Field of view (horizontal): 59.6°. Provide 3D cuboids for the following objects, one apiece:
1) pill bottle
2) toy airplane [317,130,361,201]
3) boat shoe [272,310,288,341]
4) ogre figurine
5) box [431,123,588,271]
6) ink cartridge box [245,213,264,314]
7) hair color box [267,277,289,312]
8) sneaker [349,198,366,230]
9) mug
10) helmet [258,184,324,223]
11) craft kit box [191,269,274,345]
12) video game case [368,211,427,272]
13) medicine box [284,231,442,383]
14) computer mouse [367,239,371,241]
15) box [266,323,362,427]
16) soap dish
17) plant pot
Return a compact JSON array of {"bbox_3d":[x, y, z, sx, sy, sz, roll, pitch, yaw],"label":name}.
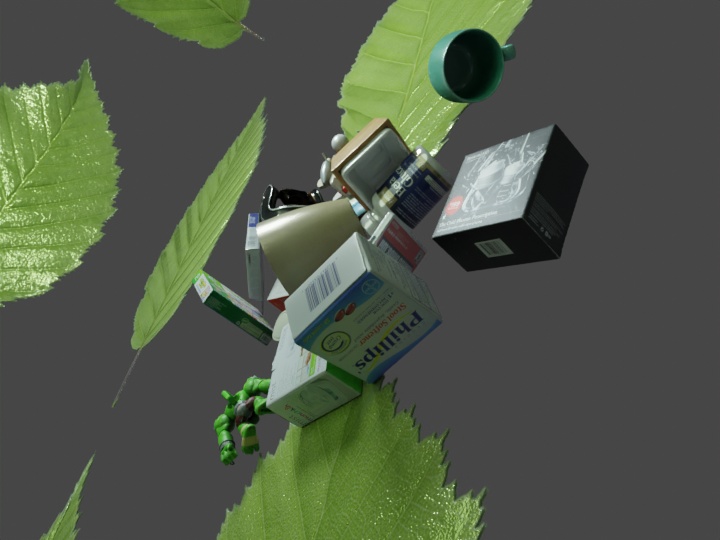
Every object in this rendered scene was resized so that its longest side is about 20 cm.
[{"bbox_3d":[0.093,-0.148,1.299,0.200,0.111,0.112,-47,27,12],"label":"pill bottle"},{"bbox_3d":[-0.028,-0.268,1.561,0.199,0.142,0.199,-39,17,3],"label":"toy airplane"},{"bbox_3d":[-0.136,0.119,1.400,0.199,0.061,0.076,-32,47,51],"label":"boat shoe"},{"bbox_3d":[-0.237,0.296,1.321,0.119,0.097,0.203,20,86,51],"label":"ogre figurine"},{"bbox_3d":[0.240,-0.111,1.023,0.198,0.104,0.184,-11,47,53],"label":"box"},{"bbox_3d":[-0.283,-0.019,1.694,0.198,0.042,0.204,-103,14,-58],"label":"ink cartridge box"},{"bbox_3d":[-0.133,0.030,1.505,0.198,0.064,0.112,-15,45,53],"label":"hair color box"},{"bbox_3d":[0.034,-0.159,1.477,0.201,0.078,0.090,-53,45,8],"label":"sneaker"},{"bbox_3d":[0.241,-0.450,1.407,0.114,0.181,0.155,-144,68,-66],"label":"mug"},{"bbox_3d":[-0.170,-0.114,1.598,0.199,0.199,0.193,-41,46,22],"label":"helmet"},{"bbox_3d":[-0.322,0.092,1.587,0.049,0.199,0.197,-53,28,-5],"label":"craft kit box"},{"bbox_3d":[0.035,0.010,1.174,0.017,0.143,0.202,31,84,42],"label":"video game case"},{"bbox_3d":[0.006,0.069,1.065,0.182,0.199,0.104,-43,38,18],"label":"medicine box"},{"bbox_3d":[0.000,0.000,1.347,0.109,0.044,0.202,-37,31,31],"label":"computer mouse"},{"bbox_3d":[-0.083,0.169,1.220,0.175,0.096,0.202,-36,32,32],"label":"box"},{"bbox_3d":[0.039,-0.216,1.348,0.157,0.200,0.082,-42,48,5],"label":"soap dish"},{"bbox_3d":[-0.092,-0.064,1.341,0.197,0.189,0.188,-29,30,4],"label":"plant pot"}]
